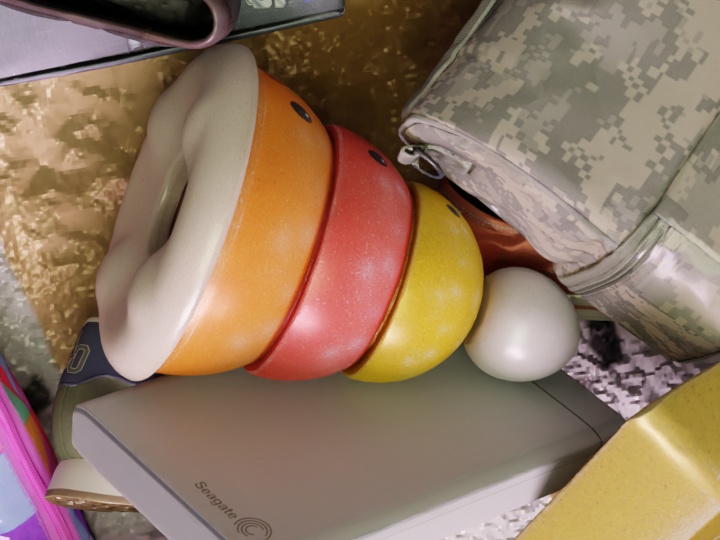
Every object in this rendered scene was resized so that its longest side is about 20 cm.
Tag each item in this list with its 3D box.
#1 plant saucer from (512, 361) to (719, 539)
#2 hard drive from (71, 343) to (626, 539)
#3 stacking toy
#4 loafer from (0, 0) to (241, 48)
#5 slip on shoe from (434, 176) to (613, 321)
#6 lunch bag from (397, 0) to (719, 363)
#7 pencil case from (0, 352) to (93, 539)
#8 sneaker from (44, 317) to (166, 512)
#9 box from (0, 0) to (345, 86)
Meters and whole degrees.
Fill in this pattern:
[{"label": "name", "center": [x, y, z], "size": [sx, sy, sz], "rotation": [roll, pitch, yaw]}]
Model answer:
[{"label": "plant saucer", "center": [0.166, 0.075, 1.251], "size": [0.200, 0.200, 0.048], "rotation": [-27, 76, -29]}, {"label": "hard drive", "center": [-0.002, 0.070, 1.239], "size": [0.200, 0.132, 0.027], "rotation": [-19, 131, -34]}, {"label": "stacking toy", "center": [0.000, 0.000, 1.239], "size": [0.200, 0.146, 0.146], "rotation": [18, 110, -17]}, {"label": "loafer", "center": [-0.138, -0.138, 1.157], "size": [0.200, 0.063, 0.072], "rotation": [18, 112, -12]}, {"label": "slip on shoe", "center": [0.123, -0.016, 1.301], "size": [0.200, 0.074, 0.061], "rotation": [-1, 111, -2]}, {"label": "lunch bag", "center": [0.130, -0.085, 1.212], "size": [0.168, 0.139, 0.200], "rotation": [36, 82, -6]}, {"label": "pencil case", "center": [-0.178, 0.080, 1.291], "size": [0.088, 0.088, 0.200], "rotation": [-21, 118, 2]}, {"label": "sneaker", "center": [-0.045, 0.065, 1.312], "size": [0.200, 0.067, 0.090], "rotation": [5, 80, -29]}, {"label": "box", "center": [-0.100, -0.186, 1.202], "size": [0.158, 0.051, 0.200], "rotation": [-11, 115, -2]}]
